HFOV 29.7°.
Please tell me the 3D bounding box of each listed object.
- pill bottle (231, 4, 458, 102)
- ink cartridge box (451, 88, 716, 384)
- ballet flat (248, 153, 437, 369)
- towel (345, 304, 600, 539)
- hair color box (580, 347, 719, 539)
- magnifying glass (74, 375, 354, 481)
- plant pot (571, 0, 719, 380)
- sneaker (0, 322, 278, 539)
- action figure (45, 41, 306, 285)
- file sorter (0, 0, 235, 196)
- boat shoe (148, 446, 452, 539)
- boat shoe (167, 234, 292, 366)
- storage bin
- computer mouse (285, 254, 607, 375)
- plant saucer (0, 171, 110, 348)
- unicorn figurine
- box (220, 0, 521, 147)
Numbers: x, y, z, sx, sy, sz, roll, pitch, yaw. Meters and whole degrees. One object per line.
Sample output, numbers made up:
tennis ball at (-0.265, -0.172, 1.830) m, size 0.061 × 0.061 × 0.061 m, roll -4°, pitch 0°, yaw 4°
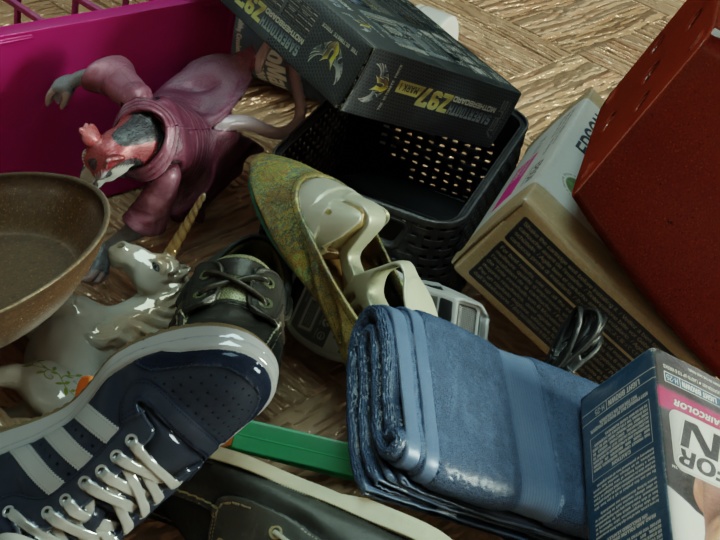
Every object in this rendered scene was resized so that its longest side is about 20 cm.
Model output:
pill bottle at (-0.026, -0.202, 1.135) m, size 0.200 × 0.120 × 0.120 m, roll 22°, pitch 33°, yaw 14°
ink cartridge box at (0.169, -0.013, 0.903) m, size 0.165 × 0.075 × 0.200 m, roll 42°, pitch 35°, yaw -4°
ballet flat at (0.000, 0.000, 0.796) m, size 0.071 × 0.071 × 0.200 m, roll -13°, pitch 65°, yaw -34°
towel at (0.082, 0.092, 0.714) m, size 0.200 × 0.049 × 0.112 m, roll 22°, pitch 44°, yaw -26°
hair color box at (0.165, 0.145, 0.654) m, size 0.100 × 0.061 × 0.200 m, roll 26°, pitch 44°, yaw -22°
magnifying glass at (-0.050, 0.087, 0.705) m, size 0.199 × 0.022 × 0.080 m, roll 16°, pitch -10°, yaw -24°
plant pot at (0.243, -0.071, 0.815) m, size 0.176 × 0.200 × 0.200 m, roll 35°, pitch 36°, yaw -3°
sneaker at (-0.123, 0.105, 0.611) m, size 0.200 × 0.070 × 0.109 m, roll -28°, pitch 33°, yaw 17°
action figure at (-0.117, -0.075, 0.864) m, size 0.148 × 0.134 × 0.200 m, roll -15°, pitch 4°, yaw 11°
file sorter at (-0.209, -0.140, 0.961) m, size 0.200 × 0.139 × 0.125 m, roll -21°, pitch 44°, yaw -41°
boat shoe at (-0.049, 0.134, 0.665) m, size 0.199 × 0.072 × 0.068 m, roll 18°, pitch 61°, yaw 20°
boat shoe at (-0.075, 0.022, 0.778) m, size 0.072 × 0.066 × 0.201 m, roll 10°, pitch 12°, yaw 0°
storage bin at (0.024, -0.055, 0.954) m, size 0.135 × 0.094 × 0.200 m, roll 20°, pitch 32°, yaw 12°
computer mouse at (0.043, 0.041, 0.832) m, size 0.200 × 0.110 × 0.044 m, roll 24°, pitch -3°, yaw 27°
plant saucer at (-0.228, 0.006, 0.731) m, size 0.200 × 0.037 × 0.201 m, roll -8°, pitch 27°, yaw 4°
unicorn figurine at (-0.173, 0.040, 0.774) m, size 0.137 × 0.074 × 0.200 m, roll 10°, pitch 49°, yaw -5°
box at (-0.007, -0.165, 0.924) m, size 0.157 × 0.051 × 0.200 m, roll 8°, pitch 30°, yaw -49°
